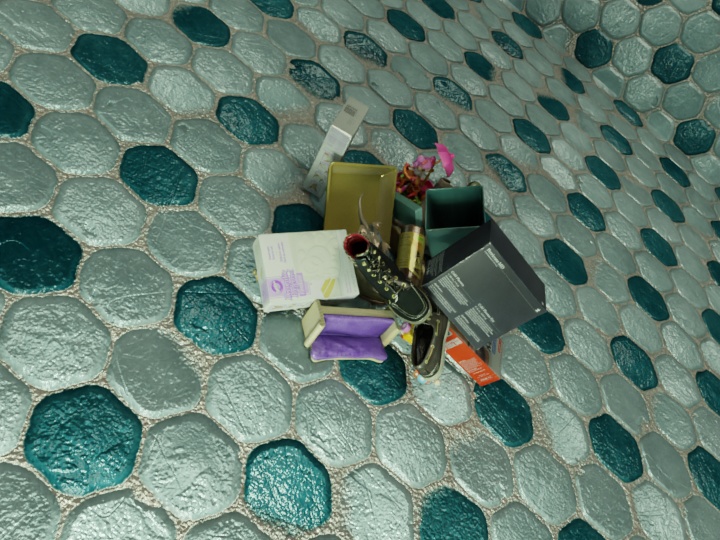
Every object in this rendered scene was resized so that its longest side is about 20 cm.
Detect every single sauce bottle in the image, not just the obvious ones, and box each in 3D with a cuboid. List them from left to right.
[{"bbox_3d":[0.111,-0.002,1.454,0.064,0.065,0.204,16,71,-23],"label":"sauce bottle"}]

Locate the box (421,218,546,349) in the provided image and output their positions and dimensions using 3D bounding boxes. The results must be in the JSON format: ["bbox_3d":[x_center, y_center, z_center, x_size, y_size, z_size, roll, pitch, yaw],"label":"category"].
[{"bbox_3d":[0.262,0.032,1.334,0.200,0.181,0.105,47,32,-16],"label":"box"}]

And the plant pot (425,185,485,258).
[{"bbox_3d":[0.237,-0.080,1.555,0.138,0.202,0.143,-3,46,10],"label":"plant pot"}]

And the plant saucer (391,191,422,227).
[{"bbox_3d":[0.088,-0.157,1.558,0.019,0.071,0.200,-21,36,-25],"label":"plant saucer"}]

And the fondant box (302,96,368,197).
[{"bbox_3d":[-0.061,-0.295,1.520,0.058,0.201,0.145,28,44,-4],"label":"fondant box"}]

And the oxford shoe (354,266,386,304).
[{"bbox_3d":[0.000,0.000,1.422,0.199,0.075,0.071,39,45,-11],"label":"oxford shoe"}]

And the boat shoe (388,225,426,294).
[{"bbox_3d":[0.133,-0.027,1.547,0.071,0.073,0.202,-5,54,-37],"label":"boat shoe"}]

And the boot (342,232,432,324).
[{"bbox_3d":[0.050,0.016,1.290,0.204,0.073,0.154,47,2,42],"label":"boot"}]

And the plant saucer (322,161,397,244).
[{"bbox_3d":[-0.011,-0.153,1.499,0.197,0.204,0.048,-3,15,-36],"label":"plant saucer"}]

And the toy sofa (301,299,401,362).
[{"bbox_3d":[-0.016,0.127,1.310,0.197,0.083,0.099,6,51,-31],"label":"toy sofa"}]

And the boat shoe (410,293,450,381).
[{"bbox_3d":[0.144,0.127,1.332,0.060,0.071,0.204,39,44,-38],"label":"boat shoe"}]

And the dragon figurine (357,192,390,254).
[{"bbox_3d":[0.025,-0.070,1.470,0.058,0.100,0.203,-26,82,-9],"label":"dragon figurine"}]

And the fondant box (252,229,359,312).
[{"bbox_3d":[-0.112,-0.002,1.303,0.196,0.058,0.147,-6,73,-25],"label":"fondant box"}]

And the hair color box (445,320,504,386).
[{"bbox_3d":[0.244,0.155,1.441,0.200,0.063,0.112,43,41,-21],"label":"hair color box"}]

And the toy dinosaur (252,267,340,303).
[{"bbox_3d":[-0.137,0.015,1.352,0.197,0.058,0.103,17,63,-18],"label":"toy dinosaur"}]

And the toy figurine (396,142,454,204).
[{"bbox_3d":[0.160,-0.257,1.665,0.197,0.185,0.152,-1,56,-33],"label":"toy figurine"}]

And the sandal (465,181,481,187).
[{"bbox_3d":[0.285,-0.129,1.648,0.057,0.205,0.079,26,30,31],"label":"sandal"}]

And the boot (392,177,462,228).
[{"bbox_3d":[0.182,-0.171,1.632,0.197,0.148,0.071,5,34,-37],"label":"boot"}]

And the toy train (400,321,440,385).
[{"bbox_3d":[0.143,0.163,1.416,0.151,0.055,0.200,56,37,-8],"label":"toy train"}]
